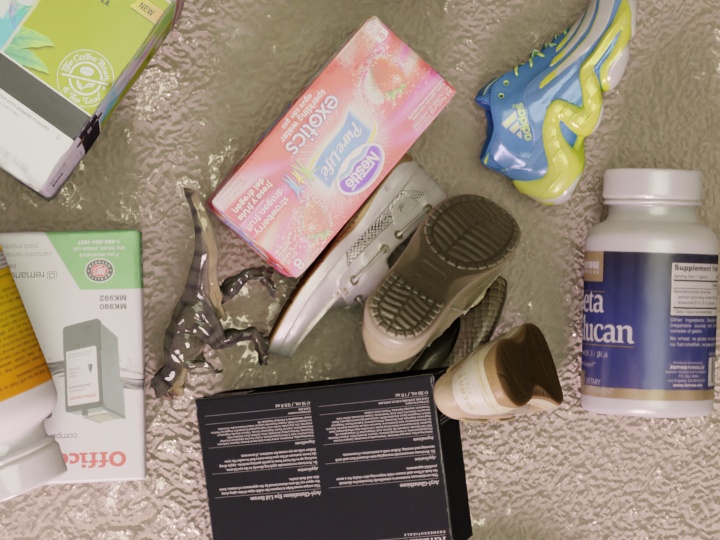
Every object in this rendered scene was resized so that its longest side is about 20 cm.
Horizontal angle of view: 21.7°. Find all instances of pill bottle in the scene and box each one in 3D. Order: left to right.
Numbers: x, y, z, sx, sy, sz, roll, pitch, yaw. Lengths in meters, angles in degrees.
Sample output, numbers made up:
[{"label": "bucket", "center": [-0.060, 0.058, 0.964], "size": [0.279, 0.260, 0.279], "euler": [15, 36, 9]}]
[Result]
[{"label": "pill bottle", "center": [-0.292, 0.071, 1.393], "size": [0.110, 0.111, 0.201], "euler": [-21, 92, -7]}, {"label": "pill bottle", "center": [0.239, 0.018, 1.551], "size": [0.110, 0.111, 0.202], "euler": [2, 90, -8]}]

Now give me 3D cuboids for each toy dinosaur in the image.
[{"label": "toy dinosaur", "center": [-0.113, 0.031, 1.492], "size": [0.088, 0.048, 0.201], "euler": [6, 119, -15]}]

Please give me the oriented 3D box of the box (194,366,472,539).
[{"label": "box", "center": [-0.021, 0.159, 1.500], "size": [0.199, 0.079, 0.142], "euler": [-6, 89, 15]}]

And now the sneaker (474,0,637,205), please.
[{"label": "sneaker", "center": [0.157, -0.160, 1.556], "size": [0.104, 0.076, 0.201], "euler": [19, 89, -7]}]

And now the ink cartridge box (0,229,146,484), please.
[{"label": "ink cartridge box", "center": [-0.243, 0.069, 1.497], "size": [0.145, 0.084, 0.202], "euler": [-2, 91, -7]}]

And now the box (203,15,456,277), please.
[{"label": "box", "center": [-0.026, -0.098, 1.517], "size": [0.095, 0.103, 0.200], "euler": [41, 84, -6]}]

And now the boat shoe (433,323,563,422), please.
[{"label": "boat shoe", "center": [0.112, 0.088, 1.506], "size": [0.065, 0.200, 0.073], "euler": [-21, 85, 19]}]

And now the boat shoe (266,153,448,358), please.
[{"label": "boat shoe", "center": [0.000, 0.000, 1.537], "size": [0.069, 0.071, 0.200], "euler": [39, 84, -6]}]

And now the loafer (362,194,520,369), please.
[{"label": "loafer", "center": [0.057, 0.008, 1.507], "size": [0.076, 0.068, 0.200], "euler": [41, 48, 9]}]

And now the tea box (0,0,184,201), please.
[{"label": "tea box", "center": [-0.239, -0.171, 1.437], "size": [0.133, 0.200, 0.197], "euler": [34, 87, -6]}]

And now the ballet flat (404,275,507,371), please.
[{"label": "ballet flat", "center": [0.053, 0.083, 1.550], "size": [0.046, 0.067, 0.201], "euler": [34, 92, -16]}]
